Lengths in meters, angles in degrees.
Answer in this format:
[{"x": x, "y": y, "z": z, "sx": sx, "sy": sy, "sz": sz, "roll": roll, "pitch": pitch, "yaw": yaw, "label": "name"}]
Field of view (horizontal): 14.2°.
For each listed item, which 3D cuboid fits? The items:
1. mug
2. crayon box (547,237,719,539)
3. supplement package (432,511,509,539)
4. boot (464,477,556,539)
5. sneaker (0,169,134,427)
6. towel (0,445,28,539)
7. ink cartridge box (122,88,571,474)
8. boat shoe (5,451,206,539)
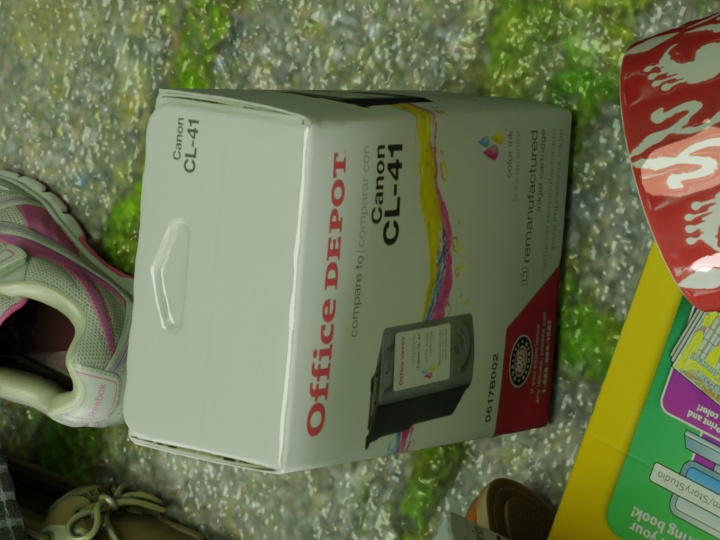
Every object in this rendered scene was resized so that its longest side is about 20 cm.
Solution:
[{"x": 0.213, "y": -0.069, "z": 1.094, "sx": 0.200, "sy": 0.178, "sz": 0.134, "roll": -17, "pitch": 110, "yaw": 20, "label": "mug"}, {"x": 0.193, "y": 0.076, "z": 1.167, "sx": 0.200, "sy": 0.058, "sz": 0.173, "roll": 27, "pitch": 109, "yaw": 30, "label": "crayon box"}, {"x": 0.100, "y": 0.192, "z": 1.145, "sx": 0.200, "sy": 0.114, "sz": 0.110, "roll": 26, "pitch": 91, "yaw": 1, "label": "supplement package"}, {"x": 0.043, "y": 0.204, "z": 1.271, "sx": 0.155, "sy": 0.074, "sz": 0.200, "roll": -23, "pitch": 78, "yaw": 37, "label": "boot"}, {"x": -0.167, "y": 0.011, "z": 1.387, "sx": 0.200, "sy": 0.088, "sz": 0.082, "roll": 30, "pitch": 109, "yaw": 29, "label": "sneaker"}, {"x": -0.235, "y": 0.159, "z": 1.374, "sx": 0.200, "sy": 0.086, "sz": 0.166, "roll": -28, "pitch": 75, "yaw": 37, "label": "towel"}, {"x": 0.000, "y": 0.000, "z": 1.206, "sx": 0.085, "sy": 0.200, "sz": 0.148, "roll": 9, "pitch": 99, "yaw": 33, "label": "ink cartridge box"}, {"x": -0.151, "y": 0.118, "z": 1.397, "sx": 0.200, "sy": 0.073, "sz": 0.063, "roll": 11, "pitch": 104, "yaw": 40, "label": "boat shoe"}]
